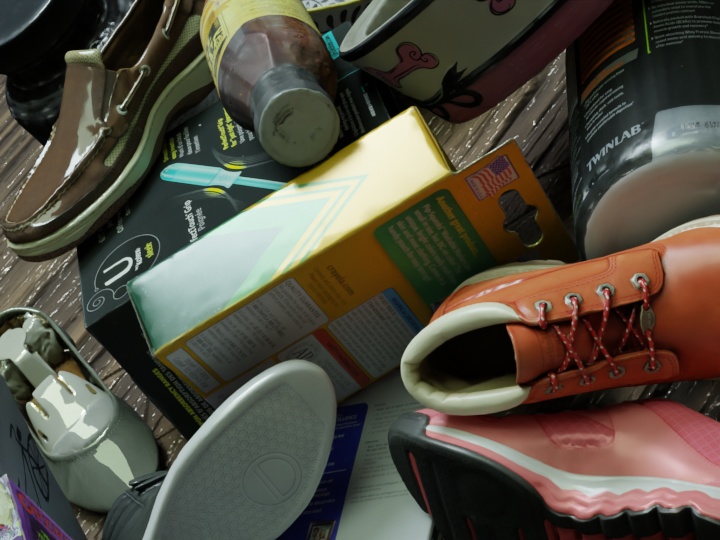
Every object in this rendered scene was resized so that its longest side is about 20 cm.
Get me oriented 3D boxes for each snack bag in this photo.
[{"bbox_3d":[-0.157,0.157,0.850,0.021,0.200,0.189,-17,38,1],"label":"snack bag"}]

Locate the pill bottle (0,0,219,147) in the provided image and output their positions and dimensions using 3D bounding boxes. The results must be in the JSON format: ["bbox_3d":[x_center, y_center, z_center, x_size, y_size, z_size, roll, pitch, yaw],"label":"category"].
[{"bbox_3d":[-0.157,-0.111,1.135,0.112,0.200,0.112,-25,41,24],"label":"pill bottle"}]

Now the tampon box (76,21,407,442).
[{"bbox_3d":[-0.048,-0.017,1.009,0.200,0.126,0.150,-31,33,8],"label":"tampon box"}]

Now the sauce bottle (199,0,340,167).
[{"bbox_3d":[-0.047,-0.107,0.922,0.066,0.066,0.200,-33,22,4],"label":"sauce bottle"}]

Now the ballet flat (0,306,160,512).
[{"bbox_3d":[-0.186,0.081,1.069,0.067,0.064,0.200,-41,36,-7],"label":"ballet flat"}]

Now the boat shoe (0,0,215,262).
[{"bbox_3d":[-0.152,-0.096,1.018,0.075,0.075,0.203,-1,45,43],"label":"boat shoe"}]

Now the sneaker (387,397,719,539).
[{"bbox_3d":[0.110,0.094,0.809,0.200,0.074,0.087,11,42,29],"label":"sneaker"}]

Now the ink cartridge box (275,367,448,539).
[{"bbox_3d":[0.005,0.122,0.887,0.099,0.039,0.200,-12,43,30],"label":"ink cartridge box"}]

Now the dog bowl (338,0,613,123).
[{"bbox_3d":[0.083,-0.161,0.935,0.200,0.074,0.200,-44,11,10],"label":"dog bowl"}]

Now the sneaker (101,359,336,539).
[{"bbox_3d":[-0.081,0.111,0.891,0.200,0.071,0.099,-59,23,18],"label":"sneaker"}]

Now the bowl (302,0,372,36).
[{"bbox_3d":[-0.032,-0.164,1.169,0.200,0.095,0.201,-7,27,4],"label":"bowl"}]

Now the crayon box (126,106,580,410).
[{"bbox_3d":[0.000,0.000,0.882,0.200,0.126,0.052,-31,55,6],"label":"crayon box"}]

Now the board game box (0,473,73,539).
[{"bbox_3d":[-0.093,0.186,0.756,0.032,0.200,0.120,-34,35,5],"label":"board game box"}]

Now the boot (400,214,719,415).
[{"bbox_3d":[0.115,0.027,0.789,0.199,0.075,0.107,-13,5,27],"label":"boot"}]

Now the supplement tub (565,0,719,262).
[{"bbox_3d":[0.168,-0.080,0.907,0.122,0.123,0.200,-19,39,22],"label":"supplement tub"}]
